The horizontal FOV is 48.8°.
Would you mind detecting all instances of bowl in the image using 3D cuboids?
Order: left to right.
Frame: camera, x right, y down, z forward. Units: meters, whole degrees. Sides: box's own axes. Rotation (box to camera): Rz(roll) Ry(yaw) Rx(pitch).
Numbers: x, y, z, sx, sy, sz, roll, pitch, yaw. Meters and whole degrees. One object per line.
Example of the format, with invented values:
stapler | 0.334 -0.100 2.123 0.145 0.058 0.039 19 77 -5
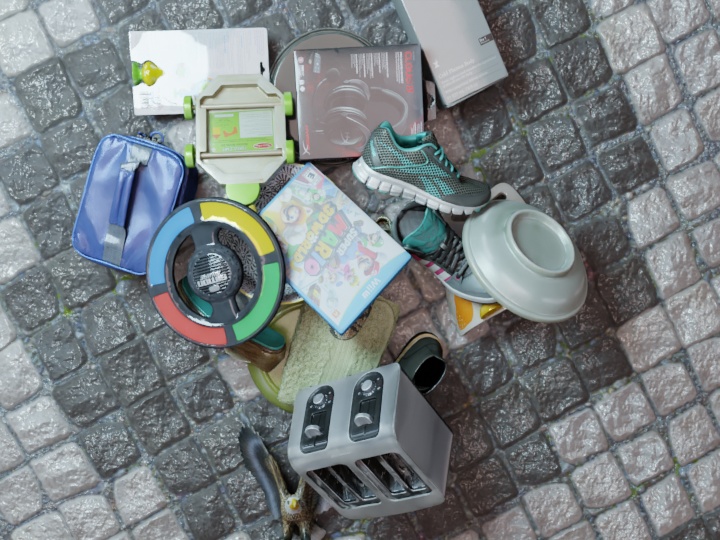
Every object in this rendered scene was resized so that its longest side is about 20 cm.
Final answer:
bowl | -0.107 -0.044 1.146 0.196 0.094 0.206 -1 77 3

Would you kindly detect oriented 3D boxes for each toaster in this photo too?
toaster | 0.019 0.242 1.091 0.178 0.120 0.201 -18 128 28

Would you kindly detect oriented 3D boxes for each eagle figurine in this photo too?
eagle figurine | -0.101 0.331 1.184 0.149 0.150 0.205 11 66 -36

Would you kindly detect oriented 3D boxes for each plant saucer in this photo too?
plant saucer | -0.079 0.124 1.205 0.195 0.031 0.205 0 95 -1
plant saucer | 0.235 -0.027 1.080 0.198 0.202 0.050 30 137 -5

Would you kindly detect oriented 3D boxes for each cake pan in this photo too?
cake pan | -0.044 -0.256 1.168 0.195 0.037 0.205 0 96 -2

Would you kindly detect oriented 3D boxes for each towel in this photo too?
towel | -0.035 0.119 1.172 0.145 0.036 0.204 19 94 -3

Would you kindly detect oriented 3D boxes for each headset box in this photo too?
headset box | 0.008 -0.233 1.115 0.195 0.077 0.153 -2 95 0

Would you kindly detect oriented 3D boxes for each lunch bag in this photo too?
lunch bag | -0.315 -0.099 1.126 0.133 0.132 0.204 16 95 -3

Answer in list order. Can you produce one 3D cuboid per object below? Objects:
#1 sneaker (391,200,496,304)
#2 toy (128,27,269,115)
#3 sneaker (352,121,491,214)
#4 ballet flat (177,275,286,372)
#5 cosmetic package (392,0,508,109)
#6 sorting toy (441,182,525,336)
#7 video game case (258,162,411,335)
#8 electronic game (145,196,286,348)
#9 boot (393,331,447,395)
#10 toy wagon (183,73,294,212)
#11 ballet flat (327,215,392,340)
sneaker | 0.115 -0.034 1.104 0.199 0.121 0.084 34 87 34
toy | -0.231 -0.288 1.154 0.195 0.047 0.118 -3 97 -8
sneaker | 0.092 -0.138 1.060 0.196 0.078 0.093 14 119 -14
ballet flat | -0.197 0.087 1.176 0.198 0.068 0.073 31 124 11
cosmetic package | 0.123 -0.347 1.141 0.105 0.090 0.203 -26 99 1
sorting toy | 0.202 -0.030 1.180 0.197 0.107 0.183 -24 76 1
video game case | -0.048 -0.032 1.082 0.200 0.018 0.143 43 82 12
electronic game | -0.195 0.004 1.064 0.195 0.042 0.205 1 97 9
boot | 0.056 0.188 1.160 0.076 0.138 0.203 28 95 -4
toy wagon | -0.168 -0.172 1.106 0.151 0.040 0.205 -3 82 -3
ballet flat | 0.000 0.000 1.128 0.067 0.076 0.202 14 54 18
